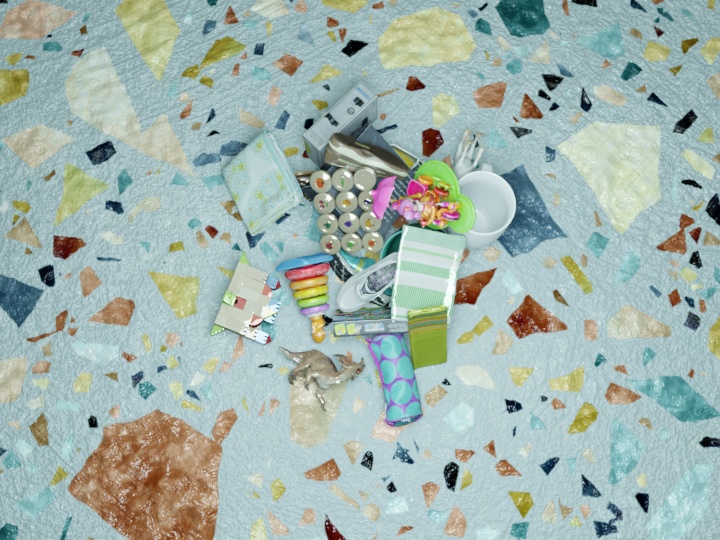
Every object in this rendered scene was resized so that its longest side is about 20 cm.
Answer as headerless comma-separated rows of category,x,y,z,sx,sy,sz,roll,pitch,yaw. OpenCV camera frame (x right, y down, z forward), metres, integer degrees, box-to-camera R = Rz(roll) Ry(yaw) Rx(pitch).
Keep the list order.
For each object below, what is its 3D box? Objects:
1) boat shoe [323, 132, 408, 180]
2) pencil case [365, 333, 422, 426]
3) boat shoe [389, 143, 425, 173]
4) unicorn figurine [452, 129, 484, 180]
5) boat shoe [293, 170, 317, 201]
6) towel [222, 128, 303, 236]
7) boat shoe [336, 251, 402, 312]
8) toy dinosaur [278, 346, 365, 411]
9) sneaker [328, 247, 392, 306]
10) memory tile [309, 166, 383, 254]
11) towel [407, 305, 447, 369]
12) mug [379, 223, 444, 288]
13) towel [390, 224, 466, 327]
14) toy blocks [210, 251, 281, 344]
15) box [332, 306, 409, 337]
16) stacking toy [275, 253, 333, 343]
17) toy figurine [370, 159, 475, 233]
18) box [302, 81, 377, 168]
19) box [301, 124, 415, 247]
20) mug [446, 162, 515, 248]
boat shoe,0.009,-0.233,1.500,0.200,0.075,0.075,19,32,-25
pencil case,0.076,0.241,1.527,0.091,0.085,0.203,-9,74,-16
boat shoe,0.139,-0.241,1.653,0.201,0.086,0.075,41,79,11
unicorn figurine,0.238,-0.251,1.619,0.073,0.138,0.200,31,34,8
boat shoe,-0.109,-0.203,1.657,0.197,0.070,0.071,-8,75,-1
towel,-0.237,-0.208,1.635,0.170,0.048,0.202,-33,73,25
boat shoe,0.022,0.033,1.518,0.198,0.068,0.073,-29,94,20
toy dinosaur,-0.087,0.217,1.544,0.199,0.086,0.136,32,67,26
sneaker,0.000,0.000,1.610,0.199,0.078,0.080,40,65,3
memory tile,-0.028,-0.127,1.502,0.151,0.017,0.203,-1,118,11
towel,0.149,0.150,1.499,0.085,0.202,0.018,-9,47,0
mug,0.126,-0.015,1.574,0.150,0.114,0.188,16,109,12
towel,0.144,0.015,1.473,0.150,0.023,0.203,9,94,-19
toy blocks,-0.246,0.078,1.584,0.135,0.100,0.203,21,77,-5
box,0.037,0.113,1.548,0.196,0.110,0.035,-4,101,0
stacking toy,-0.110,0.067,1.578,0.115,0.109,0.203,-12,90,41
toy figurine,0.113,-0.138,1.438,0.182,0.152,0.200,-12,42,-38
box,-0.047,-0.351,1.673,0.060,0.117,0.200,43,81,11
box,0.007,-0.191,1.590,0.200,0.124,0.197,46,77,-15
mug,0.270,-0.150,1.578,0.145,0.176,0.203,12,75,2
